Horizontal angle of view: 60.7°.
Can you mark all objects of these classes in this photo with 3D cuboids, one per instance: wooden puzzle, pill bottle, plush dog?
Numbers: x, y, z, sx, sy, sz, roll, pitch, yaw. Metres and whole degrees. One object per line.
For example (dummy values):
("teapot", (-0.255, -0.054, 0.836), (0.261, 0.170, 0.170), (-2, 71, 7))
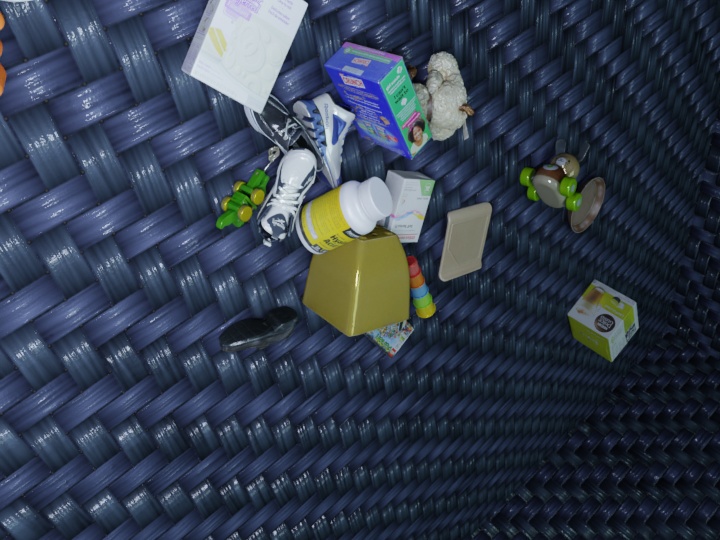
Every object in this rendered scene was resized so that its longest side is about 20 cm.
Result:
("wooden puzzle", (0.297, -0.086, 1.767), (0.181, 0.037, 0.206), (-17, 122, -37))
("pill bottle", (-0.033, -0.117, 1.275), (0.110, 0.196, 0.115), (29, 50, -42))
("plush dog", (0.150, -0.365, 1.372), (0.166, 0.162, 0.205), (-9, 124, -9))

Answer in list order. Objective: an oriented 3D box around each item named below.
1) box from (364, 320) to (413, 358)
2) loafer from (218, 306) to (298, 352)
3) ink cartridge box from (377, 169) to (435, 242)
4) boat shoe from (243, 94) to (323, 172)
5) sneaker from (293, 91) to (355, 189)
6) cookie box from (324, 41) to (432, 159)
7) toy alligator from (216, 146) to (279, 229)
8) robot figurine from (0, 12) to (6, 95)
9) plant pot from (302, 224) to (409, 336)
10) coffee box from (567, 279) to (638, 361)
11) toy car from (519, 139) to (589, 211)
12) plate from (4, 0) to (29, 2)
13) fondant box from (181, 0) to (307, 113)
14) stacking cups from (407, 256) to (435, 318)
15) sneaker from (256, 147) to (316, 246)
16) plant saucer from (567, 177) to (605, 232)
("box", (0.067, 0.154, 1.686), (0.111, 0.034, 0.200), (-51, 140, -6))
("loafer", (-0.224, 0.147, 1.366), (0.196, 0.073, 0.074), (-16, 130, -37))
("ink cartridge box", (0.100, -0.136, 1.507), (0.115, 0.067, 0.206), (-6, 118, -43))
("boat shoe", (-0.140, -0.261, 1.167), (0.072, 0.067, 0.201), (-50, 127, -15))
("sneaker", (-0.054, -0.275, 1.255), (0.114, 0.080, 0.203), (-35, 134, -19))
("cookie box", (0.039, -0.341, 1.236), (0.076, 0.170, 0.201), (-47, 139, -12))
("toy alligator", (-0.209, -0.150, 1.198), (0.202, 0.058, 0.055), (-57, 152, -19))
("robot figurine", (-0.524, -0.297, 0.744), (0.202, 0.140, 0.119), (66, 37, -45))
("plant pot", (0.000, 0.000, 1.410), (0.192, 0.192, 0.206), (-10, 118, -39))
("coffee box", (0.996, 0.207, 2.522), (0.198, 0.198, 0.201), (-46, 139, -10))
("toy car", (0.601, -0.306, 1.840), (0.157, 0.162, 0.204), (41, 76, -50))
("plate", (-0.457, -0.453, 0.780), (0.197, 0.025, 0.205), (-26, 131, -33))
("fondant box", (-0.195, -0.395, 1.038), (0.142, 0.058, 0.205), (20, 99, -39))
("stacking cups", (0.162, 0.045, 1.690), (0.060, 0.060, 0.203), (-39, 137, -18))
("sneaker", (-0.143, -0.126, 1.170), (0.078, 0.132, 0.199), (25, 132, -25))
("plant saucer", (0.789, -0.234, 2.160), (0.197, 0.034, 0.206), (-24, 130, -32))
